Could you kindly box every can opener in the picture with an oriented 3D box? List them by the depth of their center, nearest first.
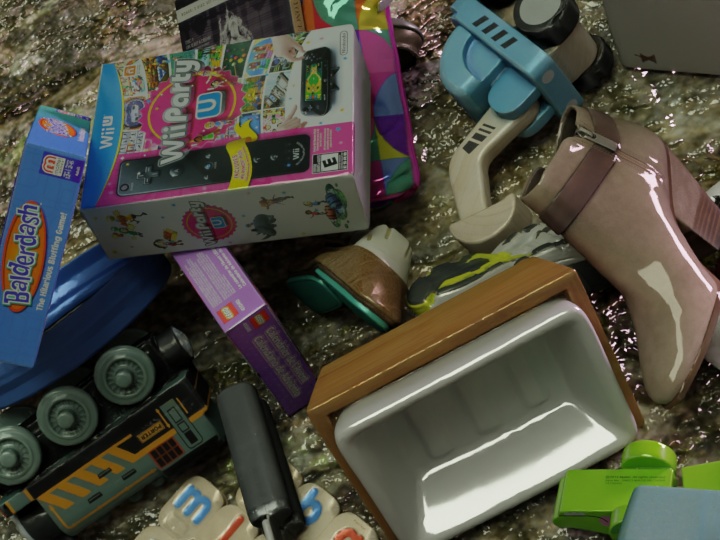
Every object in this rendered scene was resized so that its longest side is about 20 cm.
[{"bbox_3d":[-0.078,0.177,1.055,0.067,0.053,0.200,-24,53,5],"label":"can opener"}]

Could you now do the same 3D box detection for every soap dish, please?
[{"bbox_3d":[0.078,0.091,1.010,0.200,0.157,0.081,-28,37,4],"label":"soap dish"}]

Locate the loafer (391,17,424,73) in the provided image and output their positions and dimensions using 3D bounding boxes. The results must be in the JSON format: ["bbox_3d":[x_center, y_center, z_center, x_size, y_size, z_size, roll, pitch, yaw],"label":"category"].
[{"bbox_3d":[-0.033,-0.150,1.256,0.200,0.075,0.070,-24,66,11],"label":"loafer"}]

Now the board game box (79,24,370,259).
[{"bbox_3d":[-0.095,-0.094,1.082,0.200,0.064,0.148,-8,53,11],"label":"board game box"}]

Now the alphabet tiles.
[{"bbox_3d":[-0.087,0.237,1.062,0.200,0.015,0.196,32,76,34],"label":"alphabet tiles"}]

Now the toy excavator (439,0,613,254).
[{"bbox_3d":[0.113,-0.129,1.175,0.200,0.100,0.194,-47,52,5],"label":"toy excavator"}]

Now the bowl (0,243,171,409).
[{"bbox_3d":[-0.237,0.039,1.168,0.200,0.039,0.201,-32,16,10],"label":"bowl"}]

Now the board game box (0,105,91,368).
[{"bbox_3d":[-0.236,-0.032,1.069,0.045,0.200,0.152,14,100,-12],"label":"board game box"}]

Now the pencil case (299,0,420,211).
[{"bbox_3d":[-0.002,-0.147,1.174,0.088,0.088,0.200,-6,92,18],"label":"pencil case"}]

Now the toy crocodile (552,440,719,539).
[{"bbox_3d":[0.226,0.153,0.968,0.200,0.062,0.068,-7,43,21],"label":"toy crocodile"}]

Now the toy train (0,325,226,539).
[{"bbox_3d":[-0.198,0.129,1.117,0.200,0.114,0.085,-35,10,2],"label":"toy train"}]

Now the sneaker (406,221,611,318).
[{"bbox_3d":[0.130,0.017,1.085,0.200,0.085,0.074,-19,19,-13],"label":"sneaker"}]

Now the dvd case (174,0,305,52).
[{"bbox_3d":[-0.089,-0.144,1.200,0.149,0.016,0.200,-12,87,48],"label":"dvd case"}]

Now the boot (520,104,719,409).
[{"bbox_3d":[0.175,-0.019,1.004,0.146,0.070,0.200,31,49,-12],"label":"boot"}]

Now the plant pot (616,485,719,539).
[{"bbox_3d":[0.200,0.237,0.863,0.141,0.141,0.200,2,53,6],"label":"plant pot"}]

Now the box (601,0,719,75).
[{"bbox_3d":[0.292,-0.271,1.114,0.200,0.199,0.172,10,65,27],"label":"box"}]

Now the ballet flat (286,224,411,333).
[{"bbox_3d":[0.000,0.000,1.094,0.072,0.068,0.200,-49,12,-9],"label":"ballet flat"}]

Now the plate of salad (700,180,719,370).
[{"bbox_3d":[0.315,-0.007,1.036,0.200,0.048,0.200,-10,57,16],"label":"plate of salad"}]

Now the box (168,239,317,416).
[{"bbox_3d":[-0.110,0.006,1.140,0.039,0.137,0.200,-35,54,-4],"label":"box"}]
